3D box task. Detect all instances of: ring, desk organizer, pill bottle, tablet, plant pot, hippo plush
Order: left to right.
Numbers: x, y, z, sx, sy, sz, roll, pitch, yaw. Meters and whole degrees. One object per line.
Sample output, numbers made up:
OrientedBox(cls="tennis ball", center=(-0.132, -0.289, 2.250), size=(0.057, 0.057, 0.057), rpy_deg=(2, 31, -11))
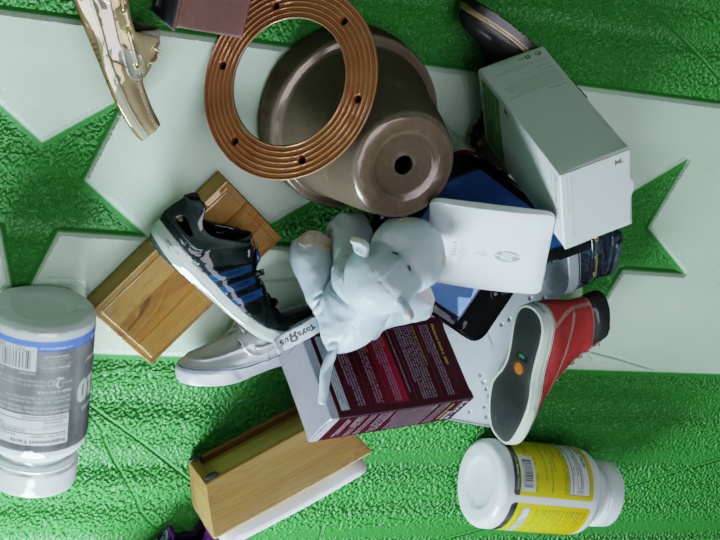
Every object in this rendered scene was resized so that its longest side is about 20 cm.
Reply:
OrientedBox(cls="pill bottle", center=(-0.339, 0.128, 1.574), size=(0.113, 0.114, 0.202), rpy_deg=(-2, 115, -24))
OrientedBox(cls="desk organizer", center=(-0.139, -0.336, 1.471), size=(0.076, 0.072, 0.202), rpy_deg=(5, 111, -29))
OrientedBox(cls="ring", center=(-0.070, -0.189, 1.514), size=(0.201, 0.200, 0.019), rpy_deg=(-56, 155, 8))
OrientedBox(cls="hippo plush", center=(0.000, 0.000, 1.564), size=(0.199, 0.161, 0.160), rpy_deg=(-37, 81, -26))
OrientedBox(cls="plant pot", center=(0.011, -0.141, 1.571), size=(0.198, 0.175, 0.202), rpy_deg=(-9, 116, -19))
OrientedBox(cls="tablet", center=(0.136, -0.023, 1.600), size=(0.129, 0.014, 0.200), rpy_deg=(7, 157, 5))
OrientedBox(cls="pill bottle", center=(0.232, 0.276, 1.906), size=(0.198, 0.112, 0.113), rpy_deg=(9, 109, -28))

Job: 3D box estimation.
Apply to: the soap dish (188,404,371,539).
OrientedBox(cls="soap dish", center=(-0.099, 0.223, 1.709), size=(0.199, 0.157, 0.082), rpy_deg=(-28, 101, -11))

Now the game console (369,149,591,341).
OrientedBox(cls="game console", center=(0.124, -0.023, 1.684), size=(0.199, 0.119, 0.173), rpy_deg=(34, 91, -22))

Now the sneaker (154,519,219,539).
OrientedBox(cls="sneaker", center=(-0.244, 0.349, 1.758), size=(0.199, 0.074, 0.088), rpy_deg=(-22, 107, -24))

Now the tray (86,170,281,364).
OrientedBox(cls="tray", center=(-0.191, -0.002, 1.626), size=(0.200, 0.037, 0.099), rpy_deg=(-44, 123, 1))

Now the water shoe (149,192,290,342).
OrientedBox(cls="water shoe", center=(-0.130, 0.000, 1.586), size=(0.079, 0.072, 0.200), rpy_deg=(-46, 120, 4))

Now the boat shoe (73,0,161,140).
OrientedBox(cls="boat shoe", center=(-0.230, -0.225, 1.480), size=(0.069, 0.074, 0.201), rpy_deg=(-23, 120, -6))

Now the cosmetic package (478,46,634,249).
OrientedBox(cls="cosmetic package", center=(0.204, -0.132, 1.572), size=(0.084, 0.201, 0.108), rpy_deg=(-20, 133, -9))

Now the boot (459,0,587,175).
OrientedBox(cls="boot", center=(0.149, -0.197, 1.670), size=(0.200, 0.078, 0.139), rpy_deg=(37, 100, -32))

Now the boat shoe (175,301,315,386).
OrientedBox(cls="boat shoe", center=(-0.117, 0.074, 1.682), size=(0.198, 0.073, 0.066), rpy_deg=(-17, 115, -29))

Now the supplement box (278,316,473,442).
OrientedBox(cls="supplement box", center=(0.018, 0.119, 1.675), size=(0.198, 0.110, 0.061), rpy_deg=(-4, 152, -35))

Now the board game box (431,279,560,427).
OrientedBox(cls="board game box", center=(0.125, 0.085, 1.818), size=(0.198, 0.026, 0.202), rpy_deg=(13, 108, -28))

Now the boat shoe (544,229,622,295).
OrientedBox(cls="boat shoe", center=(0.261, -0.076, 1.786), size=(0.090, 0.071, 0.202), rpy_deg=(-19, 119, -31))

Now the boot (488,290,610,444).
OrientedBox(cls="boot", center=(0.238, 0.119, 1.834), size=(0.143, 0.072, 0.202), rpy_deg=(-10, 128, -37))
